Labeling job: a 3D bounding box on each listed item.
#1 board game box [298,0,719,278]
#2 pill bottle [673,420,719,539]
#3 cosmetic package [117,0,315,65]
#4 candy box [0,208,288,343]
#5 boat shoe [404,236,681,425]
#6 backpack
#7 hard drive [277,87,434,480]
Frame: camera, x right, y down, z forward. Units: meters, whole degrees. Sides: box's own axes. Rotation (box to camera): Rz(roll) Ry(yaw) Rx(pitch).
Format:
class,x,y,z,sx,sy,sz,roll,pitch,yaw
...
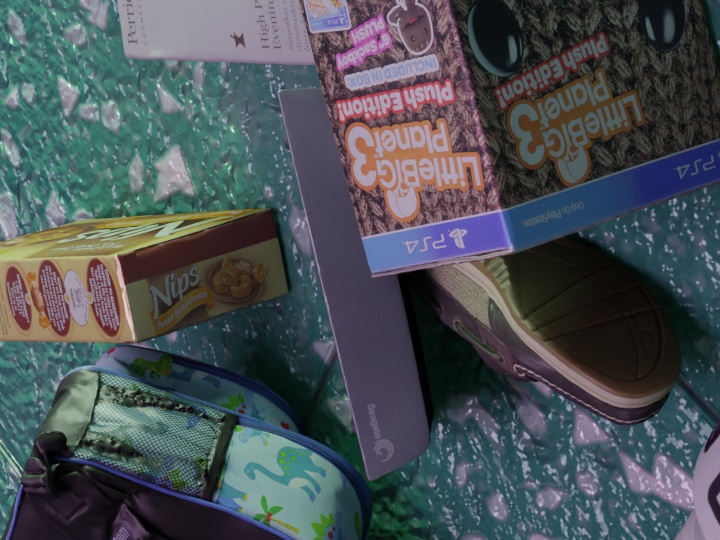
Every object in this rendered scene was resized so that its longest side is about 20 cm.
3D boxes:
class,x,y,z,sx,sy,sz,roll,pitch,yaw
board game box,0.066,-0.116,1.054,0.097,0.159,0.201,-10,97,50
pill bottle,0.210,0.081,0.996,0.112,0.111,0.200,51,137,24
cosmetic package,-0.050,-0.164,1.243,0.199,0.074,0.102,6,108,47
candy box,-0.150,0.004,1.389,0.199,0.115,0.056,0,104,50
boat shoe,0.086,0.021,1.158,0.201,0.071,0.066,42,142,42
backpack,-0.097,0.146,1.339,0.199,0.147,0.184,20,133,-4
hard drive,0.000,0.000,1.215,0.135,0.042,0.201,-54,-49,-85
